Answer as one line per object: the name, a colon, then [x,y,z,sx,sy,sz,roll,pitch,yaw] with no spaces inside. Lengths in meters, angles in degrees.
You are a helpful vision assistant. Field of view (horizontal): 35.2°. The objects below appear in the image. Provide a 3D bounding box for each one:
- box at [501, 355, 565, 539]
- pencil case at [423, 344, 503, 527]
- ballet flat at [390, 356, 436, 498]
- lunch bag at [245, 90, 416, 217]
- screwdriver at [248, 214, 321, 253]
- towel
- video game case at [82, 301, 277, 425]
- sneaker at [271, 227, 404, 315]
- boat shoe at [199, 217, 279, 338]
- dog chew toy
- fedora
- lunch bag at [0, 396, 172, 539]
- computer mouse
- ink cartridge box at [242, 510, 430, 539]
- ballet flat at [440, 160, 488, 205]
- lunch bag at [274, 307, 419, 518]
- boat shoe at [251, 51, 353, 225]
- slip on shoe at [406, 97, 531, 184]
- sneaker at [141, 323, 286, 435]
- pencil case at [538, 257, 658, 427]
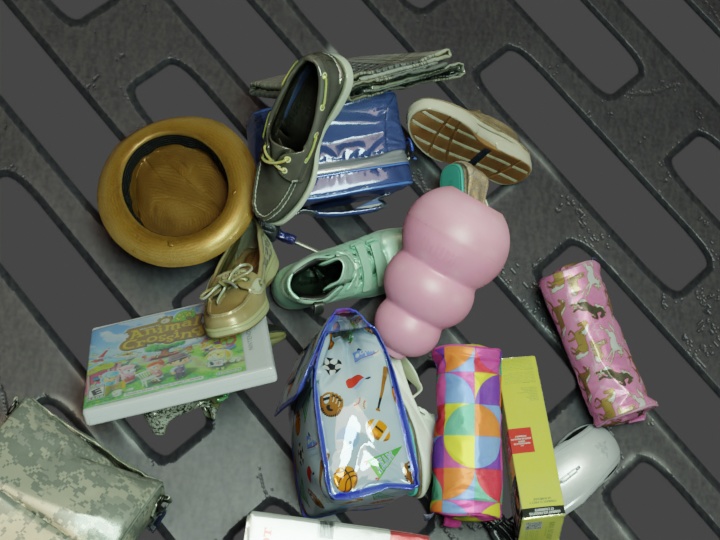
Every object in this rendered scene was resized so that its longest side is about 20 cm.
box: [0.186,0.199,1.273,0.050,0.075,0.201,-4,54,0]
pencil case: [0.116,0.182,1.261,0.088,0.088,0.202,6,77,-7]
ballet flat: [0.052,0.158,1.309,0.069,0.069,0.201,-18,75,-15]
lunch bag: [-0.030,-0.129,1.344,0.199,0.136,0.133,-9,90,-9]
screwdriver: [-0.063,-0.030,1.373,0.199,0.028,0.029,21,41,-9]
towel: [-0.004,-0.232,1.338,0.192,0.199,0.035,-19,110,-38]
video game case: [-0.196,0.089,1.226,0.199,0.182,0.022,-13,116,-4]
sneaker: [0.000,0.000,1.312,0.199,0.118,0.074,-19,92,-12]
boat shoe: [-0.138,0.009,1.264,0.073,0.200,0.063,-11,115,8]
dog chew toy: [0.083,0.008,1.282,0.124,0.125,0.201,30,95,1]
fedora: [-0.206,-0.082,1.320,0.199,0.082,0.202,-3,65,6]
lunch bag: [-0.318,0.245,1.172,0.199,0.139,0.168,33,70,2]
computer mouse: [0.225,0.245,1.314,0.200,0.044,0.110,-36,80,-18]
ink cartridge box: [-0.036,0.346,1.215,0.199,0.084,0.145,10,71,-7]
ballet flat: [0.128,-0.031,1.377,0.067,0.068,0.202,13,81,-43]
lunch bag: [-0.022,0.157,1.237,0.123,0.170,0.201,-5,74,-16]
boat shoe: [-0.076,-0.140,1.219,0.072,0.060,0.202,33,110,25]
slip on shoe: [0.132,-0.169,1.392,0.199,0.076,0.061,19,50,-34]
sneaker: [-0.171,0.121,1.290,0.199,0.077,0.089,-24,110,-20]
pencil case: [0.282,0.089,1.355,0.086,0.083,0.201,-13,74,-23]
